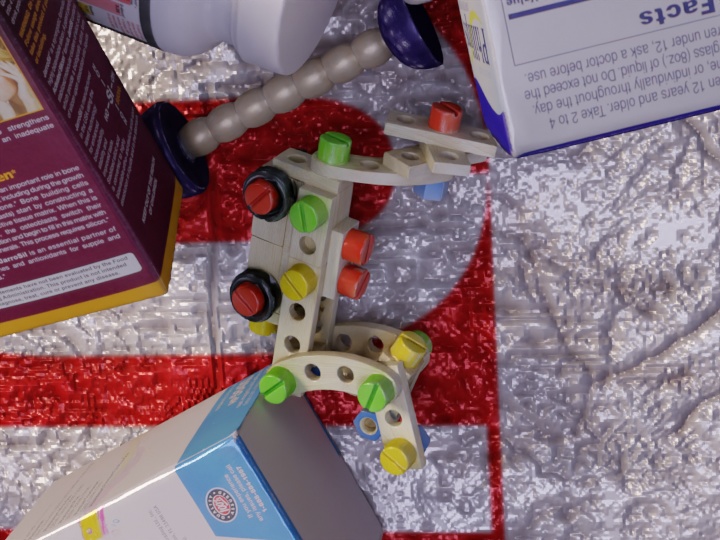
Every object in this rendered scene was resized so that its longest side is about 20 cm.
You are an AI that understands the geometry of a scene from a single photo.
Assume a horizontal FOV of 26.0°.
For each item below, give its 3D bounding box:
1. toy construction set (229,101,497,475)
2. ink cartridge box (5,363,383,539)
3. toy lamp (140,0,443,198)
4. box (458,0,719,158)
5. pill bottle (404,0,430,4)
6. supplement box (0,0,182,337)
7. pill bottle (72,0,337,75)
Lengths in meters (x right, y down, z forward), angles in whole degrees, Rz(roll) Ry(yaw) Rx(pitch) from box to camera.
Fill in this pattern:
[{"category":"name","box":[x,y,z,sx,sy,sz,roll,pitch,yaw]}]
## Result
[{"category":"toy construction set","box":[0.000,0.000,0.853,0.130,0.092,0.202,20,104,19]},{"category":"ink cartridge box","box":[-0.108,0.166,0.904,0.199,0.125,0.129,-27,100,16]},{"category":"toy lamp","box":[-0.054,-0.091,0.854,0.198,0.058,0.059,-27,101,16]},{"category":"box","box":[0.125,-0.170,0.678,0.182,0.105,0.202,-13,100,-1]},{"category":"pill bottle","box":[0.027,-0.244,0.766,0.110,0.111,0.202,-24,101,15]},{"category":"supplement box","box":[-0.179,-0.072,0.771,0.109,0.086,0.201,-14,131,13]},{"category":"pill bottle","box":[-0.111,-0.178,0.794,0.198,0.116,0.117,23,109,11]}]
